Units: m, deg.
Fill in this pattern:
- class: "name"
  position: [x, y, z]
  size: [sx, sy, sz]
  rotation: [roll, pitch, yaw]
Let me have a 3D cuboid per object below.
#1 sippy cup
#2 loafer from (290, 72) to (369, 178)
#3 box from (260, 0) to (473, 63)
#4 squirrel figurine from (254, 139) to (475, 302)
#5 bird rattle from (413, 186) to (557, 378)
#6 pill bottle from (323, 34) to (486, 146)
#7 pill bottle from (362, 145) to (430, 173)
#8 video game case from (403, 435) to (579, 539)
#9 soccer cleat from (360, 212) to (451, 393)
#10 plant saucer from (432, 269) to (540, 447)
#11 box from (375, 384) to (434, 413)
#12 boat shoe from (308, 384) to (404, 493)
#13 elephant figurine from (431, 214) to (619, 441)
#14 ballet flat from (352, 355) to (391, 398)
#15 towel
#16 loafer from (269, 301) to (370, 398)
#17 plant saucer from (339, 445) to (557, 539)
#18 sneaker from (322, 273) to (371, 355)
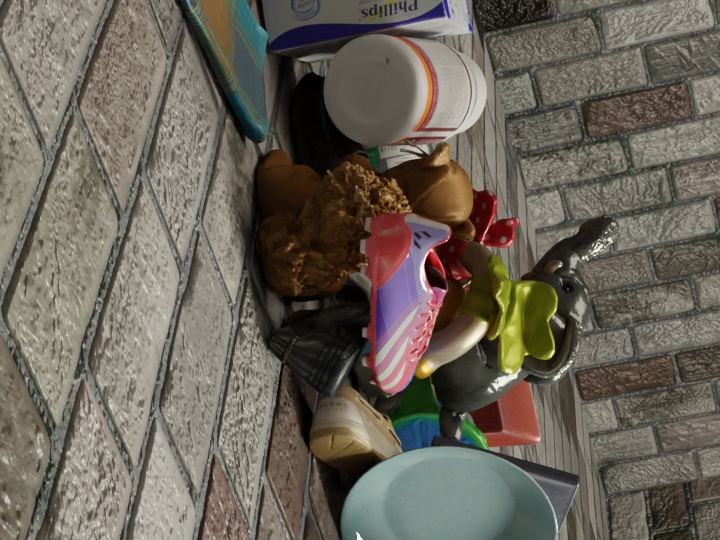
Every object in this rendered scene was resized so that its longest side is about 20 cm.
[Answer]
- class: "sippy cup"
  position: [0.068, 0.186, 1.857]
  size: [0.178, 0.140, 0.130]
  rotation: [-59, -175, 15]
- class: "loafer"
  position: [-0.025, -0.112, 1.831]
  size: [0.073, 0.071, 0.200]
  rotation: [58, 24, -61]
- class: "box"
  position: [0.006, -0.283, 1.862]
  size: [0.200, 0.184, 0.105]
  rotation: [-18, 98, -79]
- class: "squirrel figurine"
  position: [0.006, -0.044, 1.622]
  size: [0.200, 0.186, 0.142]
  rotation: [-59, 136, -74]
- class: "bird rattle"
  position: [0.084, 0.012, 1.670]
  size: [0.113, 0.163, 0.200]
  rotation: [45, 11, -47]
- class: "pill bottle"
  position: [0.051, -0.181, 1.845]
  size: [0.200, 0.109, 0.110]
  rotation: [-11, 89, -66]
- class: "pill bottle"
  position: [0.040, -0.038, 1.943]
  size: [0.113, 0.113, 0.200]
  rotation: [22, 53, -77]
- class: "video game case"
  position: [0.111, 0.255, 1.743]
  size: [0.019, 0.143, 0.200]
  rotation: [-77, -176, -56]
- class: "soccer cleat"
  position: [0.041, 0.033, 1.557]
  size: [0.067, 0.076, 0.200]
  rotation: [-75, 165, -47]
- class: "plant saucer"
  position: [0.096, 0.103, 2.011]
  size: [0.037, 0.199, 0.200]
  rotation: [-15, 94, -44]
- class: "box"
  position: [0.071, 0.231, 1.978]
  size: [0.082, 0.068, 0.200]
  rotation: [-61, 138, -75]
- class: "boat shoe"
  position: [0.007, 0.162, 1.714]
  size: [0.200, 0.074, 0.069]
  rotation: [57, 30, -60]
- class: "elephant figurine"
  position: [0.163, 0.055, 1.758]
  size: [0.142, 0.200, 0.155]
  rotation: [-88, 167, -59]
- class: "ballet flat"
  position: [0.026, 0.103, 1.919]
  size: [0.200, 0.069, 0.070]
  rotation: [7, 72, -79]
- class: "towel"
  position: [-0.120, -0.226, 1.602]
  size: [0.200, 0.022, 0.147]
  rotation: [66, 17, -48]
- class: "loafer"
  position: [-0.030, 0.055, 1.644]
  size: [0.073, 0.072, 0.200]
  rotation: [-62, 177, 9]
- class: "plant saucer"
  position: [0.082, 0.229, 1.693]
  size: [0.039, 0.201, 0.201]
  rotation: [-82, 158, -56]
- class: "sneaker"
  position: [0.000, 0.000, 1.826]
  size: [0.081, 0.077, 0.200]
  rotation: [11, 44, -38]
